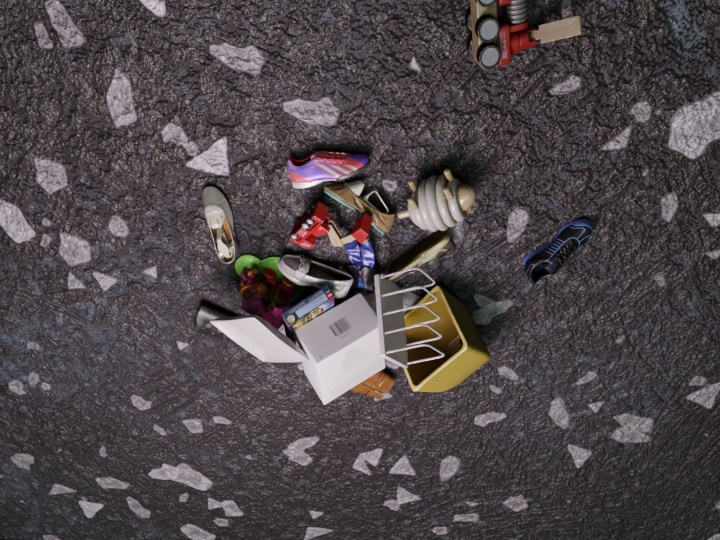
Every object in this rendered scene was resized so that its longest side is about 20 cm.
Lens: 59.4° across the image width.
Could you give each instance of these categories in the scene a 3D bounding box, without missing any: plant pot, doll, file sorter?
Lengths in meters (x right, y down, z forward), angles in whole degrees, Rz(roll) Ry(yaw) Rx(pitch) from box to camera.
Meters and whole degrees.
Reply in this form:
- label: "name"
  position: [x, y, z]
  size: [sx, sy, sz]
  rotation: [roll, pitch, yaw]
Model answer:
- label: "plant pot"
  position: [0.228, 0.198, 1.655]
  size: [0.195, 0.198, 0.197]
  rotation: [-42, 138, 24]
- label: "doll"
  position: [0.000, 0.000, 1.611]
  size: [0.132, 0.049, 0.205]
  rotation: [5, 123, 23]
- label: "file sorter"
  position: [0.123, 0.113, 1.541]
  size: [0.121, 0.206, 0.138]
  rotation: [-15, 155, 24]

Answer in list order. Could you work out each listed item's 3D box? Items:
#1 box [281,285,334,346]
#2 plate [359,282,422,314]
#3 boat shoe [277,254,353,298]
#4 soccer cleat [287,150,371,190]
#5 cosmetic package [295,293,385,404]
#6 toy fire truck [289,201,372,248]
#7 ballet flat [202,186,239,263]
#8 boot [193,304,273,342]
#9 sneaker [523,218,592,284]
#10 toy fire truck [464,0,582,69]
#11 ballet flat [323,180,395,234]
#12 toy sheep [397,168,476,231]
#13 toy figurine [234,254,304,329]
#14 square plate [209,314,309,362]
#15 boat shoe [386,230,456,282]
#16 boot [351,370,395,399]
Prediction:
- label: "box"
  position: [-0.130, 0.129, 1.616]
  size: [0.135, 0.038, 0.201]
  rotation: [-33, 159, -17]
- label: "plate"
  position: [0.069, 0.126, 1.715]
  size: [0.196, 0.033, 0.201]
  rotation: [27, 124, -14]
- label: "boat shoe"
  position: [-0.115, 0.004, 1.605]
  size: [0.197, 0.075, 0.066]
  rotation: [25, 131, -4]
- label: "soccer cleat"
  position: [-0.073, -0.243, 1.442]
  size: [0.194, 0.069, 0.075]
  rotation: [-12, 117, 14]
- label: "cosmetic package"
  position: [-0.047, 0.202, 1.613]
  size: [0.196, 0.123, 0.203]
  rotation: [-27, 142, -18]
- label: "toy fire truck"
  position: [-0.074, -0.097, 1.517]
  size: [0.139, 0.050, 0.199]
  rotation: [30, 146, -19]
- label: "ballet flat"
  position: [-0.345, -0.107, 1.557]
  size: [0.065, 0.065, 0.205]
  rotation: [-6, 125, 8]
- label: "boot"
  position: [-0.351, 0.134, 1.737]
  size: [0.195, 0.066, 0.167]
  rotation: [24, 122, -8]
- label: "sneaker"
  position: [0.485, -0.040, 1.538]
  size: [0.070, 0.079, 0.199]
  rotation: [36, 121, -21]
- label: "toy fire truck"
  position: [0.309, -0.494, 1.210]
  size: [0.193, 0.130, 0.180]
  rotation: [-13, 125, -1]
- label: "ballet flat"
  position: [0.006, -0.166, 1.497]
  size: [0.197, 0.068, 0.073]
  rotation: [34, 102, -19]
- label: "toy sheep"
  position: [0.173, -0.155, 1.449]
  size: [0.194, 0.140, 0.140]
  rotation: [-9, 127, 28]
- label: "toy figurine"
  position: [-0.245, 0.070, 1.602]
  size: [0.196, 0.187, 0.152]
  rotation: [25, 124, -14]
- label: "square plate"
  position: [-0.245, 0.165, 1.547]
  size: [0.195, 0.029, 0.200]
  rotation: [-8, 139, 44]
- label: "boat shoe"
  position: [0.152, -0.022, 1.578]
  size: [0.198, 0.074, 0.065]
  rotation: [-34, 115, 27]
- label: "boot"
  position: [0.039, 0.292, 1.808]
  size: [0.152, 0.078, 0.201]
  rotation: [28, 123, -16]
